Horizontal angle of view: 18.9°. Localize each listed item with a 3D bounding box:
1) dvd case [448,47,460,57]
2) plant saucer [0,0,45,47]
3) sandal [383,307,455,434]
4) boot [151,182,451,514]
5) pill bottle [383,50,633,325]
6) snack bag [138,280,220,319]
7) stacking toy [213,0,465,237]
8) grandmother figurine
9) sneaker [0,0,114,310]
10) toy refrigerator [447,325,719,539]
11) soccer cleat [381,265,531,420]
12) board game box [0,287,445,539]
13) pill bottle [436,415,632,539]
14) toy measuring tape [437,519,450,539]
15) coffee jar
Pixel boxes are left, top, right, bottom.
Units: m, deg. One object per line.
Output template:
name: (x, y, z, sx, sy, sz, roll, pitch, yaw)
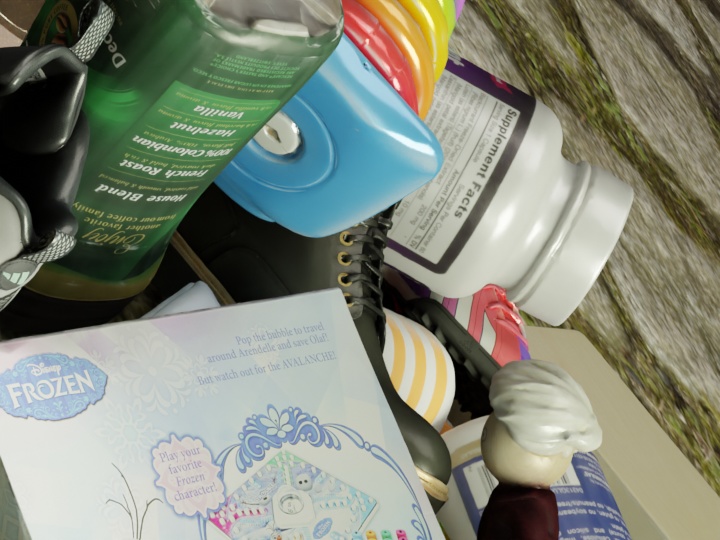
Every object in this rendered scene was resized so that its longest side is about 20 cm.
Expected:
dvd case: (-0.010, -0.110, 1.227, 0.200, 0.146, 0.022, 32, 61, -51)
plant saucer: (-0.111, -0.161, 0.976, 0.200, 0.200, 0.037, 45, 9, -30)
sandal: (0.024, 0.059, 1.093, 0.207, 0.059, 0.079, 40, 25, -48)
boot: (0.000, 0.000, 0.966, 0.200, 0.138, 0.077, 42, -2, 27)
pill bottle: (0.032, -0.055, 1.092, 0.200, 0.112, 0.111, 29, 23, -5)
snack bag: (-0.056, 0.120, 0.830, 0.200, 0.021, 0.189, 54, 38, -4)
stacking toy: (0.006, -0.120, 0.956, 0.116, 0.110, 0.200, 47, 50, -15)
grandmother figurine: (0.063, 0.138, 0.929, 0.060, 0.200, 0.121, 10, -4, -10)
sneaker: (-0.151, -0.069, 0.801, 0.078, 0.140, 0.200, 23, 38, -56)
toy refrigerator: (0.132, 0.121, 1.157, 0.076, 0.070, 0.200, 6, 38, -45)
soccer cleat: (0.053, 0.014, 1.159, 0.200, 0.073, 0.068, 47, -18, 45)
board game box: (-0.046, 0.113, 0.793, 0.200, 0.043, 0.199, -8, 72, -49)
pill bottle: (0.091, 0.177, 1.038, 0.111, 0.111, 0.200, 32, 31, -50)
toy measuring tape: (-0.014, 0.119, 0.930, 0.200, 0.074, 0.074, 34, 29, -48)
coffee jar: (-0.095, -0.065, 0.853, 0.085, 0.200, 0.104, 3, 51, -38)
